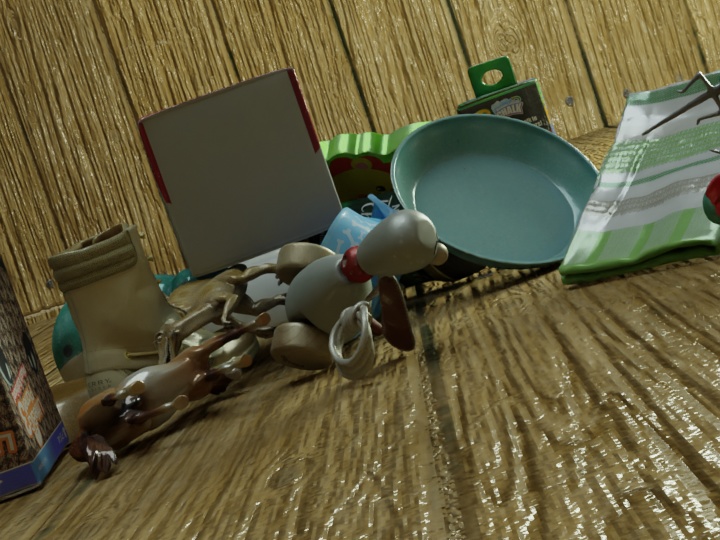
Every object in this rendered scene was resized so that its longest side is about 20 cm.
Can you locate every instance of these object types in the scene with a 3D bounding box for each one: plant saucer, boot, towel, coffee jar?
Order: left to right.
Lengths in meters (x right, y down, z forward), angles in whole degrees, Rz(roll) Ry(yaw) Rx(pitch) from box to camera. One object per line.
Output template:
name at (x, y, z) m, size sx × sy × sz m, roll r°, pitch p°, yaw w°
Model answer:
plant saucer at (-0.287, 0.132, 1.272) m, size 0.199 × 0.036 × 0.200 m, roll -19°, pitch 5°, yaw 2°
boot at (-0.174, 0.031, 1.246) m, size 0.073 × 0.156 × 0.200 m, roll -16°, pitch 4°, yaw 38°
coffee jar at (0.030, -0.029, 1.405) m, size 0.199 × 0.105 × 0.085 m, roll -16°, pitch -29°, yaw 33°
plant saucer at (0.123, -0.064, 1.302) m, size 0.199 × 0.200 × 0.036 m, roll -22°, pitch -37°, yaw -29°
towel at (0.236, -0.079, 1.106) m, size 0.149 × 0.031 × 0.200 m, roll -16°, pitch 36°, yaw 45°

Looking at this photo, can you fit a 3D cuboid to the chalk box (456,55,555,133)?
chalk box at (0.215, -0.207, 2.100) m, size 0.124 × 0.201 × 0.124 m, roll -18°, pitch 5°, yaw 9°

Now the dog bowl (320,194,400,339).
dog bowl at (0.000, 0.000, 1.258) m, size 0.049 × 0.112 × 0.200 m, roll 23°, pitch 14°, yaw 9°

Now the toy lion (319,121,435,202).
toy lion at (0.041, -0.087, 1.458) m, size 0.191 × 0.069 × 0.200 m, roll 24°, pitch -38°, yaw -22°

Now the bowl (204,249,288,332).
bowl at (-0.089, 0.013, 1.608) m, size 0.199 × 0.075 × 0.200 m, roll -15°, pitch 7°, yaw 22°

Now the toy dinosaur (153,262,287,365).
toy dinosaur at (-0.106, 0.017, 1.203) m, size 0.101 × 0.058 × 0.200 m, roll 1°, pitch 23°, yaw 17°

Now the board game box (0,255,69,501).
board game box at (-0.306, 0.068, 1.086) m, size 0.096 × 0.201 × 0.159 m, roll -19°, pitch 7°, yaw -2°

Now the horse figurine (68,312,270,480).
horse figurine at (-0.146, 0.092, 1.062) m, size 0.200 × 0.050 × 0.132 m, roll -32°, pitch 1°, yaw -44°

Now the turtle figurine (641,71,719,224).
turtle figurine at (0.298, -0.073, 0.965) m, size 0.199 × 0.101 × 0.150 m, roll -14°, pitch -30°, yaw 17°

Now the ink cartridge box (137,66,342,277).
ink cartridge box at (-0.114, -0.091, 1.318) m, size 0.144 × 0.146 × 0.200 m, roll -21°, pitch 8°, yaw -7°

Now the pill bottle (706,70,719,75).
pill bottle at (0.347, -0.127, 1.251) m, size 0.199 × 0.114 × 0.113 m, roll -20°, pitch 5°, yaw -14°

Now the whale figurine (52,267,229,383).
whale figurine at (-0.210, 0.040, 1.379) m, size 0.200 × 0.104 × 0.159 m, roll -36°, pitch -13°, yaw 30°

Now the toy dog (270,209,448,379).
toy dog at (0.009, 0.019, 1.081) m, size 0.096 × 0.132 × 0.200 m, roll 17°, pitch -5°, yaw -27°
